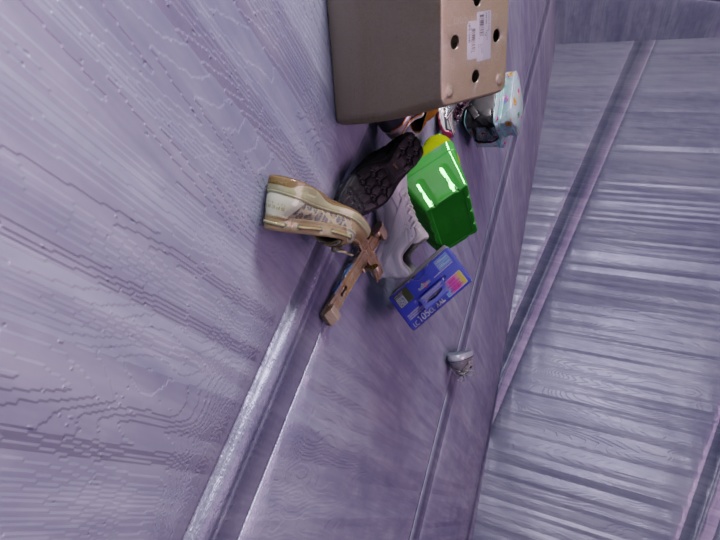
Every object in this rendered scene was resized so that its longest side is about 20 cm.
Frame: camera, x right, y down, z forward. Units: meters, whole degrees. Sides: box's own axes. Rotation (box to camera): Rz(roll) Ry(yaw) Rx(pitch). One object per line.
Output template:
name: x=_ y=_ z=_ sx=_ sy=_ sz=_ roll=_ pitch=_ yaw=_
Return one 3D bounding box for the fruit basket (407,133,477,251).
fruit basket: x=0.144 y=-0.171 z=1.060 sx=0.220 sy=0.152 sz=0.216 roll=60 pitch=2 yaw=-4

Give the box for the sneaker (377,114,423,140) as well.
sneaker: x=0.078 y=-0.309 z=0.895 sx=0.204 sy=0.076 sz=0.080 roll=-61 pitch=144 yaw=-20

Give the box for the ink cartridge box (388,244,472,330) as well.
ink cartridge box: x=0.124 y=0.027 z=0.960 sx=0.136 sy=0.077 sz=0.200 roll=-41 pitch=176 yaw=8

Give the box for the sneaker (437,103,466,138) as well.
sneaker: x=0.219 y=-0.386 z=1.201 sx=0.081 sy=0.072 sz=0.206 roll=53 pitch=50 yaw=-58

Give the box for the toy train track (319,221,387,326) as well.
toy train track: x=0.000 y=0.000 z=0.828 sx=0.116 sy=0.032 sz=0.203 roll=58 pitch=49 yaw=-34

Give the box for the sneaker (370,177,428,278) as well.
sneaker: x=0.074 y=-0.083 z=0.921 sx=0.077 sy=0.096 sz=0.209 roll=-10 pitch=106 yaw=-63

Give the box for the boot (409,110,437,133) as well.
boot: x=0.124 y=-0.372 z=0.986 sx=0.146 sy=0.068 sz=0.207 roll=-60 pitch=153 yaw=-47

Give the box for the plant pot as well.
plant pot: x=0.086 y=-0.305 z=0.710 sx=0.196 sy=0.175 sz=0.207 roll=-23 pitch=120 yaw=-34

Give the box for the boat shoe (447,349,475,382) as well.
boat shoe: x=0.299 y=0.282 z=1.577 sx=0.201 sy=0.072 sz=0.090 roll=23 pitch=59 yaw=-72

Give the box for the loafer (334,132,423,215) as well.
loafer: x=0.024 y=-0.142 z=0.828 sx=0.201 sy=0.069 sz=0.069 roll=-46 pitch=108 yaw=-33

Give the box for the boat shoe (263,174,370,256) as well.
boat shoe: x=-0.054 y=-0.059 z=0.678 sx=0.198 sy=0.071 sz=0.065 roll=22 pitch=83 yaw=-55

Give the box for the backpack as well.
backpack: x=0.350 y=-0.419 z=1.411 sx=0.200 sy=0.147 sz=0.183 roll=37 pitch=58 yaw=-71
